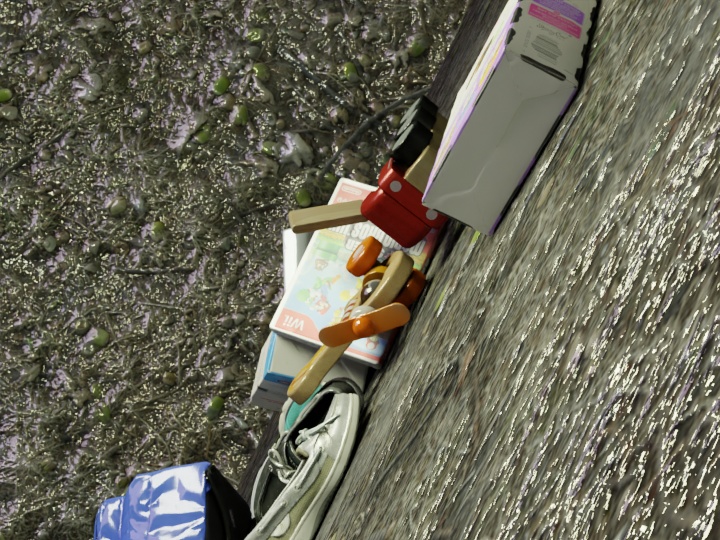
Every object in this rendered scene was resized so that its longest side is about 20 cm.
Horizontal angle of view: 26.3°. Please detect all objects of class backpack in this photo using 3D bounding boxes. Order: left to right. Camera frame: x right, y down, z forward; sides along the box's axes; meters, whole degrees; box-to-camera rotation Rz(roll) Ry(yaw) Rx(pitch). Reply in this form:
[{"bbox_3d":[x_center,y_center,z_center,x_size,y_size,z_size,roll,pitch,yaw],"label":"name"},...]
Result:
[{"bbox_3d":[-0.190,0.329,1.595,0.163,0.167,0.201,53,-154,-53],"label":"backpack"}]

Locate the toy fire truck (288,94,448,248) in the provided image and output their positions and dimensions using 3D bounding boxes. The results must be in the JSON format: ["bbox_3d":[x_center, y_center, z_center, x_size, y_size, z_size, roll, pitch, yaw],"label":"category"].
[{"bbox_3d":[0.025,-0.079,1.638,0.200,0.128,0.176,-50,8,19],"label":"toy fire truck"}]

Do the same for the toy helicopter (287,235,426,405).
[{"bbox_3d":[-0.009,0.064,1.631,0.200,0.079,0.132,-52,12,7],"label":"toy helicopter"}]

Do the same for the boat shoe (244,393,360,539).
[{"bbox_3d":[-0.058,0.212,1.568,0.203,0.065,0.074,-65,3,-11],"label":"boat shoe"}]

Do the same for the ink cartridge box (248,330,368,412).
[{"bbox_3d":[-0.064,0.124,1.838,0.200,0.115,0.068,126,156,-71],"label":"ink cartridge box"}]

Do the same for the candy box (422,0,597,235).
[{"bbox_3d":[0.133,-0.157,1.345,0.200,0.071,0.168,-69,6,-53],"label":"candy box"}]

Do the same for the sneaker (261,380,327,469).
[{"bbox_3d":[-0.061,0.212,1.734,0.080,0.077,0.201,-96,21,-59],"label":"sneaker"}]

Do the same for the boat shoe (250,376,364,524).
[{"bbox_3d":[-0.064,0.206,1.658,0.200,0.074,0.068,-54,-9,16],"label":"boat shoe"}]

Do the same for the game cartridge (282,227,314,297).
[{"bbox_3d":[-0.041,0.022,1.887,0.200,0.040,0.134,38,-138,-63],"label":"game cartridge"}]

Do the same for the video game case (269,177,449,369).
[{"bbox_3d":[0.000,0.000,1.734,0.201,0.142,0.017,-65,-25,-17],"label":"video game case"}]
